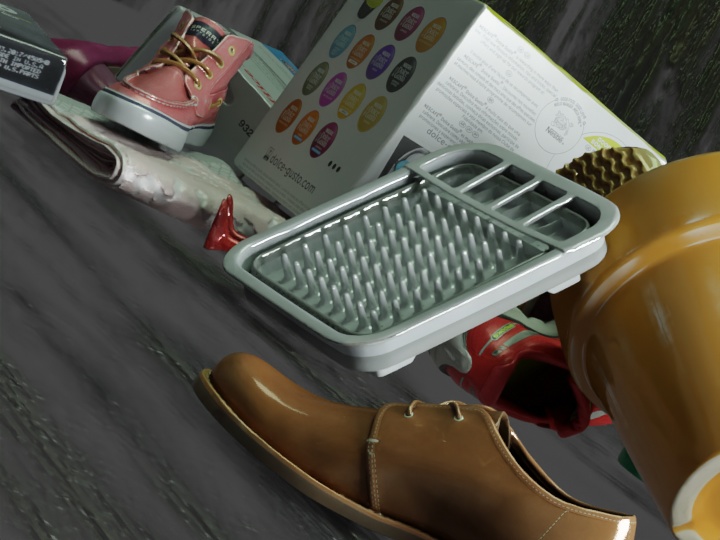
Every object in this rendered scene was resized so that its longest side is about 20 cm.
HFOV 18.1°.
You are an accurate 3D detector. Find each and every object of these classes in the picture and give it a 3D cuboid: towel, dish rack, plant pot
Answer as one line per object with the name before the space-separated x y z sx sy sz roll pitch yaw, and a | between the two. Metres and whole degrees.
towel | -0.129 -0.064 1.585 0.199 0.032 0.191 23 9 -36
dish rack | 0.036 -0.004 1.323 0.199 0.044 0.171 -24 31 -24
plant pot | 0.224 0.064 1.327 0.199 0.200 0.184 25 38 -30

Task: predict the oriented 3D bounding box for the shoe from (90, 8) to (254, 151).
shoe | -0.133 -0.141 1.624 0.071 0.091 0.200 27 7 6

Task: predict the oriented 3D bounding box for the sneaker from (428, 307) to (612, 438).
sneaker | 0.128 0.078 1.454 0.199 0.077 0.085 13 26 -42

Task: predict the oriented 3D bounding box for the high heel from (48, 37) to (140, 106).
high heel | -0.222 -0.175 1.863 0.096 0.068 0.200 38 8 -7

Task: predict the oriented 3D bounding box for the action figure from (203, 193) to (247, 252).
action figure | 0.000 0.000 1.462 0.199 0.052 0.065 23 1 -1

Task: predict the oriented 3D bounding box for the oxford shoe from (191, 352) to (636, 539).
oxford shoe | 0.023 0.078 0.935 0.199 0.072 0.071 28 8 12

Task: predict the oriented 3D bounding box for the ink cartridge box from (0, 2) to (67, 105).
ink cartridge box | -0.319 -0.185 1.574 0.197 0.047 0.200 16 14 -26

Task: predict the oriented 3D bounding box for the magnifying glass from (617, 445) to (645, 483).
magnifying glass | 0.257 0.162 1.496 0.199 0.022 0.080 29 6 -19

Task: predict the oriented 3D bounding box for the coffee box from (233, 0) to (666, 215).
coffee box | 0.063 -0.082 1.657 0.200 0.198 0.200 36 2 -28

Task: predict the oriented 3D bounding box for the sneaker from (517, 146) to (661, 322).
sneaker | 0.145 -0.001 1.512 0.090 0.200 0.075 18 34 -42

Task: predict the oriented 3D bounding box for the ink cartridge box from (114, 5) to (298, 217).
ink cartridge box | -0.088 -0.121 1.832 0.145 0.084 0.200 49 13 19
